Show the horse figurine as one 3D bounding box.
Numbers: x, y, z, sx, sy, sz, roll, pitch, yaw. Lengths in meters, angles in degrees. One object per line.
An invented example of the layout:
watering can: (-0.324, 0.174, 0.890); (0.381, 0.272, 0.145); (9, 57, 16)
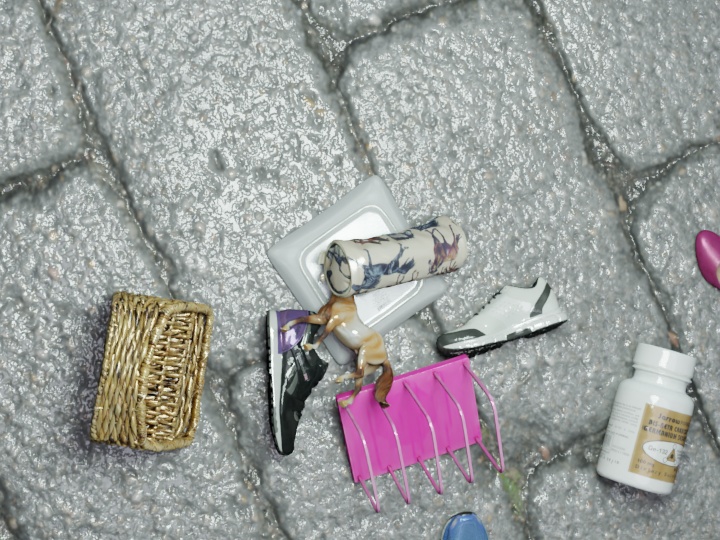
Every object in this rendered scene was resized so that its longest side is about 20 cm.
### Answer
horse figurine: (-0.016, 0.099, 1.703); (0.201, 0.050, 0.132); (50, 52, 0)

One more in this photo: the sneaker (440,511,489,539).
sneaker: (0.164, 0.446, 1.773); (0.077, 0.089, 0.203); (-7, 92, -12)

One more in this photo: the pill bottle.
pill bottle: (0.422, 0.214, 1.807); (0.113, 0.114, 0.203); (16, 88, -11)

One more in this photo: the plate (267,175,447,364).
plate: (0.000, 0.000, 1.761); (0.198, 0.032, 0.201); (-35, 98, -9)

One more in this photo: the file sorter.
file sorter: (0.086, 0.231, 1.716); (0.197, 0.126, 0.141); (-16, 115, -11)

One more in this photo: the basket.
basket: (-0.273, 0.136, 1.652); (0.147, 0.143, 0.203); (11, 89, -10)

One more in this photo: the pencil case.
pencil case: (0.044, -0.020, 1.704); (0.197, 0.089, 0.079); (-13, 117, -25)

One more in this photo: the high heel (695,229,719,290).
high heel: (0.575, 0.022, 1.843); (0.067, 0.096, 0.201); (-41, 98, -8)

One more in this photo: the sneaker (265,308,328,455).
sneaker: (-0.085, 0.155, 1.721); (0.086, 0.076, 0.204); (-2, 91, -8)

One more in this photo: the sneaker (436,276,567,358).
sneaker: (0.196, 0.070, 1.791); (0.197, 0.074, 0.081); (-17, 79, -14)
